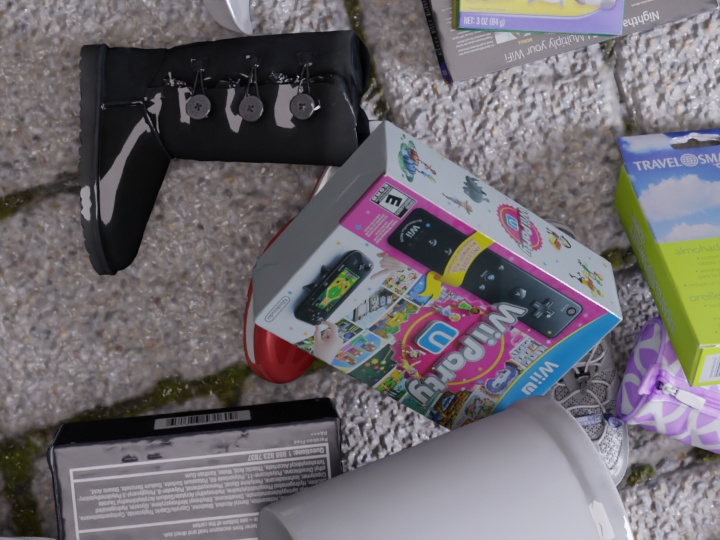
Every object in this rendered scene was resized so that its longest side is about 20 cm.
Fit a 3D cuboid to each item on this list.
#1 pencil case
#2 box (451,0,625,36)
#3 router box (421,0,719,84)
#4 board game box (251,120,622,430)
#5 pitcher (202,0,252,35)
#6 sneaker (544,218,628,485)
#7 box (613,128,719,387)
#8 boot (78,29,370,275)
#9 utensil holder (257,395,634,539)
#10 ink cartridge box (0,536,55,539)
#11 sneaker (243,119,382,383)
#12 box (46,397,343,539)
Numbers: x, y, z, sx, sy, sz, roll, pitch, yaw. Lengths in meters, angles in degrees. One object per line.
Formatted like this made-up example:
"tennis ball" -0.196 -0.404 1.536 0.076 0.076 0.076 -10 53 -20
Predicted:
"pencil case" 0.275 0.095 1.511 0.200 0.085 0.084 17 90 -7
"box" 0.125 -0.261 1.483 0.117 0.048 0.200 2 94 -4
"router box" 0.135 -0.232 1.536 0.200 0.052 0.157 -15 96 -2
"board game box" 0.050 0.014 1.451 0.200 0.064 0.148 29 121 -24
"pitcher" -0.076 -0.287 1.475 0.172 0.121 0.200 41 86 -23
"sneaker" 0.144 0.065 1.545 0.075 0.082 0.200 -16 95 -1
"box" 0.254 -0.013 1.507 0.122 0.200 0.048 -5 138 -12
"boot" -0.092 -0.081 1.517 0.200 0.066 0.165 -1 94 6
"utensil holder" 0.054 0.190 1.407 0.200 0.170 0.170 -18 95 -16
"ink cartridge box" -0.250 0.301 1.455 0.084 0.200 0.176 4 50 -3
"sneaker" 0.000 0.000 1.509 0.078 0.115 0.200 20 95 -46
"box" -0.107 0.201 1.523 0.200 0.123 0.199 -5 94 -4
